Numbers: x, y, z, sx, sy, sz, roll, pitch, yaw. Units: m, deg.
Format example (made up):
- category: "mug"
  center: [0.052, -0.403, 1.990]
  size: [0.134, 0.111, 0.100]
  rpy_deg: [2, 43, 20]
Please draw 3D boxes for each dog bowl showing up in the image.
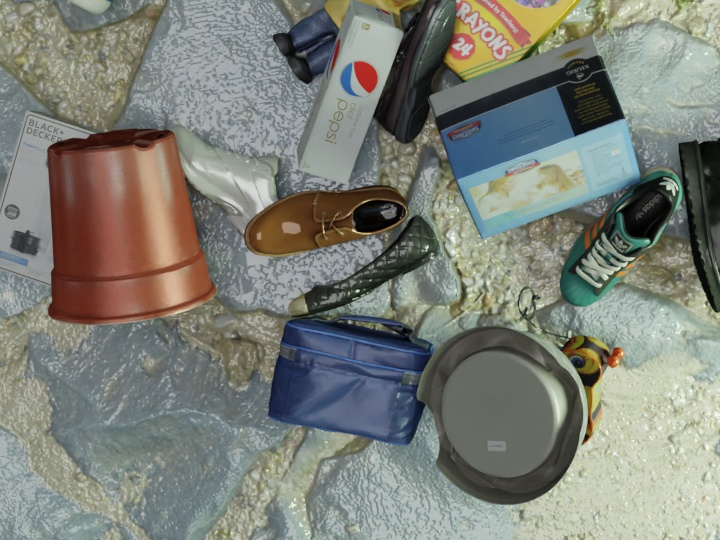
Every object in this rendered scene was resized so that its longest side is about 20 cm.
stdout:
- category: "dog bowl"
  center: [0.163, 0.157, 1.609]
  size: [0.199, 0.059, 0.201]
  rpy_deg: [5, 99, 30]

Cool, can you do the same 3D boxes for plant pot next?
- category: "plant pot"
  center: [-0.277, -0.058, 1.676]
  size: [0.200, 0.201, 0.196]
  rpy_deg: [-3, 104, 8]

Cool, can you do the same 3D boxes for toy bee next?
- category: "toy bee"
  center: [0.249, 0.123, 1.647]
  size: [0.108, 0.200, 0.131]
  rpy_deg: [2, 51, 31]

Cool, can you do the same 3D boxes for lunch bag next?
- category: "lunch bag"
  center: [-0.001, 0.120, 1.694]
  size: [0.199, 0.136, 0.133]
  rpy_deg: [10, 95, 5]

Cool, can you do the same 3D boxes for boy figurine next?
- category: "boy figurine"
  center: [0.001, -0.298, 1.711]
  size: [0.200, 0.064, 0.125]
  rpy_deg: [-29, 87, 12]

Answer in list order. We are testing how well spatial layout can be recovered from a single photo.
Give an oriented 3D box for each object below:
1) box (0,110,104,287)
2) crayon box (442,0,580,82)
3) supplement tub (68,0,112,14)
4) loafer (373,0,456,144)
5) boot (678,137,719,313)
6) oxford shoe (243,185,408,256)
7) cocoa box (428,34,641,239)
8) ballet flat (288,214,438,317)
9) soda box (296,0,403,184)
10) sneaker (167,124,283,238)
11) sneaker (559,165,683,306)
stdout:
- category: "box"
  center: [-0.380, -0.087, 1.778]
  size: [0.116, 0.060, 0.201]
  rpy_deg: [19, 95, 7]
- category: "crayon box"
  center: [0.169, -0.313, 1.692]
  size: [0.127, 0.051, 0.200]
  rpy_deg: [43, 97, 5]
- category: "supplement tub"
  center: [-0.318, -0.424, 1.711]
  size: [0.144, 0.145, 0.200]
  rpy_deg: [34, 96, 5]
- category: "loafer"
  center: [0.056, -0.240, 1.668]
  size: [0.063, 0.072, 0.200]
  rpy_deg: [32, 133, 19]
- category: "boot"
  center: [0.456, -0.065, 1.646]
  size: [0.157, 0.079, 0.212]
  rpy_deg: [-8, 91, 9]
- category: "oxford shoe"
  center: [-0.039, -0.060, 1.696]
  size: [0.199, 0.071, 0.072]
  rpy_deg: [-15, 103, -7]
- category: "cocoa box"
  center: [0.199, -0.149, 1.631]
  size: [0.199, 0.133, 0.132]
  rpy_deg: [-20, 56, 8]
- category: "ballet flat"
  center: [0.000, 0.000, 1.724]
  size: [0.200, 0.066, 0.057]
  rpy_deg: [-28, 96, 1]
- category: "soda box"
  center: [-0.014, -0.207, 1.679]
  size: [0.063, 0.068, 0.201]
  rpy_deg: [16, 115, -12]
- category: "sneaker"
  center: [-0.147, -0.115, 1.743]
  size: [0.200, 0.078, 0.099]
  rpy_deg: [44, 91, -5]
- category: "sneaker"
  center: [0.294, -0.034, 1.658]
  size: [0.071, 0.080, 0.200]
  rpy_deg: [38, 112, 5]
